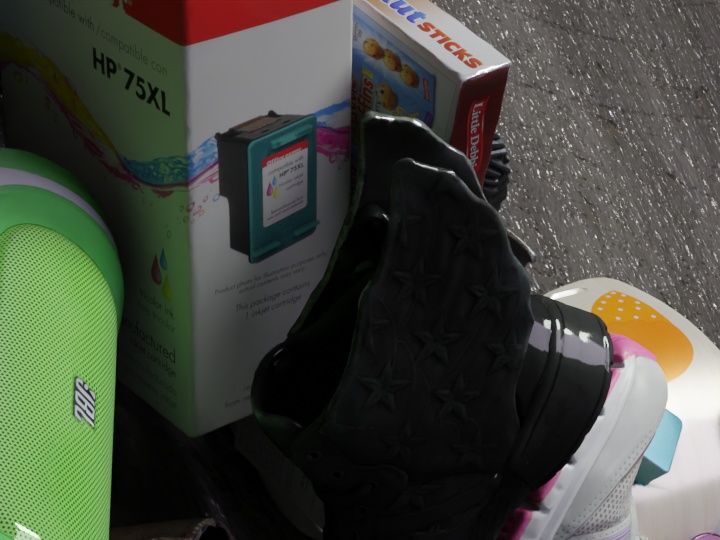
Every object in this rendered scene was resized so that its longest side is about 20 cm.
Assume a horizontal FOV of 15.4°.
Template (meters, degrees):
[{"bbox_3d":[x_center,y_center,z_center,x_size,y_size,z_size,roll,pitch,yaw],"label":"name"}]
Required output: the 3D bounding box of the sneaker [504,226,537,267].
[{"bbox_3d":[-0.032,-0.060,0.944,0.200,0.060,0.104,45,-12,-17],"label":"sneaker"}]

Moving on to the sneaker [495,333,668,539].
[{"bbox_3d":[0.065,0.120,0.915,0.088,0.201,0.081,19,8,-21],"label":"sneaker"}]

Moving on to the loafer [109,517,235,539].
[{"bbox_3d":[-0.042,0.160,0.795,0.073,0.071,0.201,15,48,-59],"label":"loafer"}]

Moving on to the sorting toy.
[{"bbox_3d":[0.074,0.122,1.009,0.179,0.107,0.201,-15,106,-42],"label":"sorting toy"}]

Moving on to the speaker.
[{"bbox_3d":[-0.111,0.054,0.767,0.088,0.088,0.201,44,27,-33],"label":"speaker"}]

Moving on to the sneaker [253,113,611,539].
[{"bbox_3d":[0.004,0.054,0.834,0.104,0.200,0.060,19,26,-27],"label":"sneaker"}]

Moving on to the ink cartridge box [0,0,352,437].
[{"bbox_3d":[-0.061,-0.065,0.849,0.067,0.201,0.116,-20,36,-32],"label":"ink cartridge box"}]

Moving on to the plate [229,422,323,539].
[{"bbox_3d":[-0.025,0.015,1.071,0.200,0.032,0.200,63,22,11],"label":"plate"}]

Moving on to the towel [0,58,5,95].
[{"bbox_3d":[-0.189,-0.134,0.885,0.201,0.048,0.112,58,17,1],"label":"towel"}]

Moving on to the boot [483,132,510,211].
[{"bbox_3d":[-0.010,-0.122,1.246,0.200,0.065,0.165,58,-4,36],"label":"boot"}]

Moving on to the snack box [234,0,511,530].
[{"bbox_3d":[0.000,0.000,0.882,0.024,0.201,0.072,-20,46,-36],"label":"snack box"}]
